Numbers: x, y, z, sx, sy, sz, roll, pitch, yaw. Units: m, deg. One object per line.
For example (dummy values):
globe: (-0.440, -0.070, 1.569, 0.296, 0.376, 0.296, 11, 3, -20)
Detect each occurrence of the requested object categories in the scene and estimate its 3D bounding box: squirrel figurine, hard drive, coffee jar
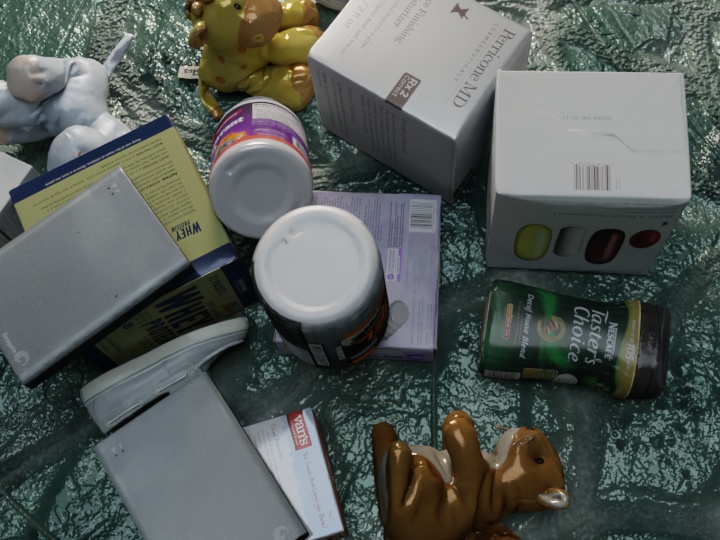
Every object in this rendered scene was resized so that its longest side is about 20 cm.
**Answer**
squirrel figurine: (0.115, 0.243, 0.937, 0.185, 0.142, 0.202, -2, 82, -7)
hard drive: (-0.288, 0.005, 0.945, 0.200, 0.033, 0.140, -37, 71, -7)
hard drive: (-0.162, 0.224, 0.940, 0.139, 0.033, 0.200, -34, 70, -8)
coffee jar: (0.230, 0.075, 1.000, 0.198, 0.085, 0.105, 8, 70, 7)

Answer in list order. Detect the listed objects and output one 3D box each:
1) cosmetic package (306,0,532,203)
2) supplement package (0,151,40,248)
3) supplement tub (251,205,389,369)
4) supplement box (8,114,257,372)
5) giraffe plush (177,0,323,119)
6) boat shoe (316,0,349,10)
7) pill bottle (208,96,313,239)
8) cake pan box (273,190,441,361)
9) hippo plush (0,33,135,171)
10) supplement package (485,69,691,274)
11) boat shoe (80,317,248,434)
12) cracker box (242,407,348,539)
cosmetic package: (0.070, -0.219, 1.084, 0.199, 0.165, 0.165, 31, 75, 15)
supplement package: (-0.459, -0.037, 1.082, 0.116, 0.117, 0.201, 24, 72, 14)
supplement tub: (-0.033, 0.026, 0.927, 0.122, 0.200, 0.123, -2, 71, 5)
supplement box: (-0.251, -0.026, 1.051, 0.199, 0.134, 0.201, -27, 69, -5)
giraffe plush: (-0.145, -0.297, 1.132, 0.198, 0.162, 0.174, -13, 69, -1)
boat shoe: (0.020, -0.376, 1.191, 0.199, 0.072, 0.071, 12, 70, 9)
pill bottle: (-0.113, -0.127, 1.050, 0.111, 0.112, 0.200, -12, 29, 0)
cake pan box: (0.000, 0.000, 1.067, 0.183, 0.052, 0.202, 2, 69, 3)
hippo plush: (-0.347, -0.166, 1.133, 0.200, 0.159, 0.161, -29, 85, -51)
supplement package: (0.235, -0.101, 1.006, 0.190, 0.200, 0.148, 3, 69, 6)
boat shoe: (-0.208, 0.119, 1.035, 0.200, 0.070, 0.072, -26, 86, -6)
cracker box: (-0.125, 0.241, 0.979, 0.199, 0.058, 0.135, -17, 68, -1)
